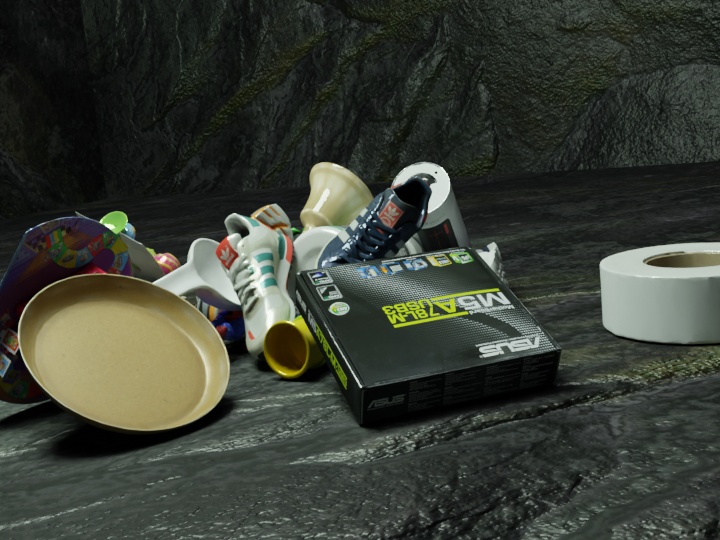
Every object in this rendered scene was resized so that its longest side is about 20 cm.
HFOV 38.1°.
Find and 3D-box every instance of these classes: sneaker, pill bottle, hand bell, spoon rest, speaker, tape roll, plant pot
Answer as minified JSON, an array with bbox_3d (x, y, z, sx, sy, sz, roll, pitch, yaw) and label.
[{"bbox_3d":[0.149,0.012,1.342,0.079,0.077,0.200,-14,2,4],"label":"sneaker"},{"bbox_3d":[-0.126,0.014,1.169,0.070,0.093,0.201,-40,32,28],"label":"sneaker"},{"bbox_3d":[0.000,0.000,1.307,0.112,0.115,0.199,-1,2,28],"label":"pill bottle"},{"bbox_3d":[-0.073,-0.033,1.347,0.103,0.105,0.201,3,49,44],"label":"hand bell"},{"bbox_3d":[-0.181,0.015,1.174,0.060,0.100,0.200,-40,-5,28],"label":"spoon rest"},{"bbox_3d":[-0.156,-0.006,1.350,0.077,0.078,0.201,-7,44,46],"label":"sneaker"},{"bbox_3d":[0.100,-0.061,1.414,0.080,0.082,0.200,-3,-29,14],"label":"speaker"},{"bbox_3d":[0.360,0.021,1.123,0.200,0.072,0.203,-6,9,1],"label":"tape roll"},{"bbox_3d":[0.017,-0.041,1.167,0.200,0.075,0.085,-52,1,-42],"label":"sneaker"},{"bbox_3d":[-0.220,0.080,0.971,0.198,0.028,0.201,18,34,-13],"label":"plant pot"}]

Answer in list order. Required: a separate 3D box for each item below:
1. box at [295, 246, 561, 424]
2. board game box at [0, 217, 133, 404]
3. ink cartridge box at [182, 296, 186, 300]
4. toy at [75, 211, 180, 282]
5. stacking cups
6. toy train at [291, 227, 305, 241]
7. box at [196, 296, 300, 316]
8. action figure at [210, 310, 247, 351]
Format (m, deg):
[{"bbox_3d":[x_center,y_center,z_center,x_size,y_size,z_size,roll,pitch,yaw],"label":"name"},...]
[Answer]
[{"bbox_3d":[0.057,0.053,0.988,0.197,0.048,0.193,-8,31,-18],"label":"box"},{"bbox_3d":[-0.292,0.049,1.036,0.039,0.202,0.158,26,0,33],"label":"board game box"},{"bbox_3d":[-0.317,0.072,1.222,0.163,0.076,0.199,-11,10,-38],"label":"ink cartridge box"},{"bbox_3d":[-0.254,-0.005,1.263,0.114,0.201,0.047,23,68,29],"label":"toy"},{"bbox_3d":[-0.028,0.067,1.143,0.060,0.061,0.199,-1,8,29],"label":"stacking cups"},{"bbox_3d":[-0.082,-0.035,1.481,0.198,0.042,0.056,-1,-24,30],"label":"toy train"},{"bbox_3d":[-0.115,0.023,1.436,0.198,0.061,0.116,-2,10,26],"label":"box"},{"bbox_3d":[-0.153,0.069,1.221,0.065,0.052,0.200,2,12,18],"label":"action figure"}]
